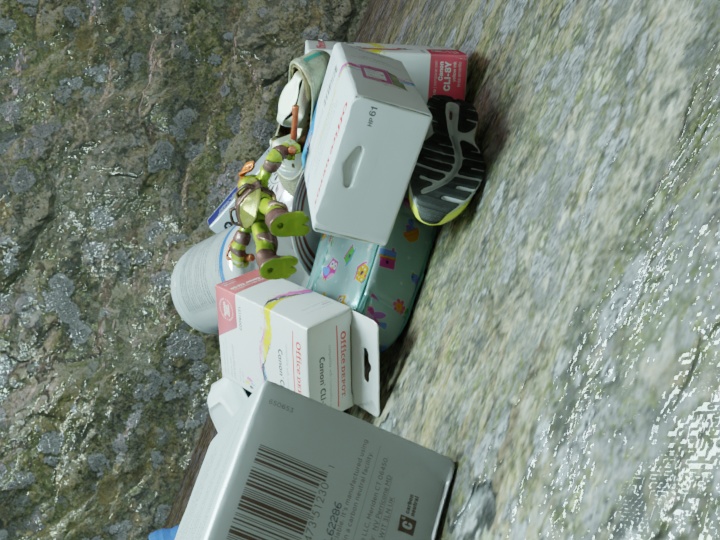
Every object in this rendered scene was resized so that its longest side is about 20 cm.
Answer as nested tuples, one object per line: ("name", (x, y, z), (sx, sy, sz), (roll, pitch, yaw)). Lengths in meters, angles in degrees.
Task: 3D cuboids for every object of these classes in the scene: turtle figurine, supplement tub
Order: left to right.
("supplement tub", (-0.152, 0.008, 1.250), (0.199, 0.131, 0.133), (-16, 49, 56))
("turtle figurine", (-0.104, -0.074, 1.050), (0.201, 0.064, 0.162), (-60, 33, 18))

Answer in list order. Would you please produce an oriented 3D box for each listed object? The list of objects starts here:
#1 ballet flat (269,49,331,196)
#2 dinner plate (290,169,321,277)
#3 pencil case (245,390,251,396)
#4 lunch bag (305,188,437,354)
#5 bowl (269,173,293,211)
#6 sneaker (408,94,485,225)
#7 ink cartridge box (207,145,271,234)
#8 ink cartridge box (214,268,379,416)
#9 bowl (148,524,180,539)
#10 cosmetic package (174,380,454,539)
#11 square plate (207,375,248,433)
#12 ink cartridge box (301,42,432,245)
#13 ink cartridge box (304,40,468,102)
("ballet flat", (-0.080, -0.169, 1.139), (0.062, 0.067, 0.201), (-25, -38, -42))
("dinner plate", (-0.016, -0.077, 1.203), (0.024, 0.199, 0.202), (20, 87, 43))
("pencil case", (-0.098, 0.157, 1.197), (0.200, 0.092, 0.086), (-177, 83, -68))
("lunch bag", (0.000, 0.000, 1.102), (0.160, 0.077, 0.202), (-10, 55, 55))
("bowl", (-0.051, -0.075, 1.279), (0.094, 0.199, 0.202), (-80, 16, -72))
("sneaker", (0.086, -0.101, 1.030), (0.201, 0.077, 0.091), (-72, 0, -50))
("ink cartridge box", (-0.080, -0.079, 1.370), (0.200, 0.200, 0.041), (-49, 26, 8))
("ink cartridge box", (-0.069, 0.085, 1.031), (0.199, 0.067, 0.118), (20, 121, 43))
("bowl", (-0.180, 0.383, 1.092), (0.039, 0.202, 0.201), (-25, 3, -11))
("cosmetic package", (-0.052, 0.215, 0.760), (0.200, 0.165, 0.169), (132, 159, -60))
("square plate", (-0.136, 0.225, 1.193), (0.028, 0.201, 0.198), (-27, -4, -19))
("ink cartridge box", (0.000, -0.136, 1.011), (0.200, 0.084, 0.146), (-101, 28, -63))
("ink cartridge box", (0.026, -0.242, 1.223), (0.145, 0.198, 0.084), (-103, 15, -72))
